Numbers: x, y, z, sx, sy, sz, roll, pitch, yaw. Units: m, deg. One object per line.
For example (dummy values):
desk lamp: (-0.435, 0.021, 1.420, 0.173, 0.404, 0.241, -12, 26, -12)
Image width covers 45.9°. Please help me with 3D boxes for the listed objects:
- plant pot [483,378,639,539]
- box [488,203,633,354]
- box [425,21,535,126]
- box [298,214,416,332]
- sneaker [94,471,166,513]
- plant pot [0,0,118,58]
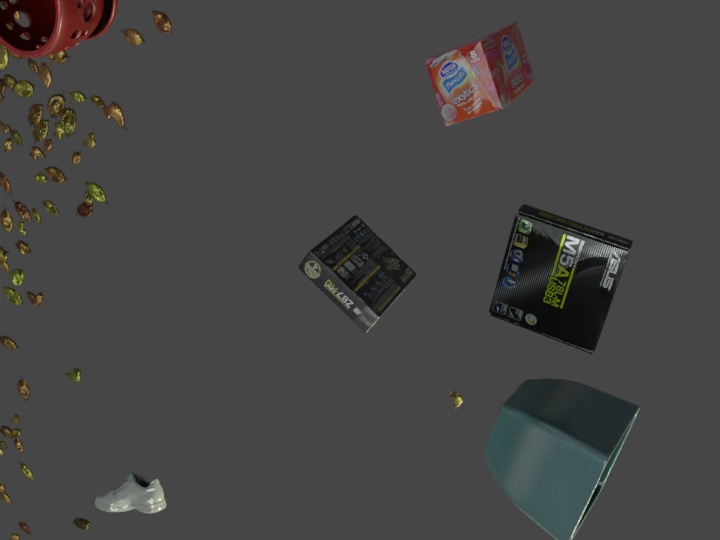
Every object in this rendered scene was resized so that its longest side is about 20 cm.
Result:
plant pot: (0.329, 0.300, 1.457, 0.198, 0.195, 0.199, 28, 121, 23)
box: (0.329, 0.015, 1.414, 0.190, 0.047, 0.203, 22, 119, 19)
box: (0.182, -0.295, 1.264, 0.094, 0.200, 0.101, -13, 105, 30)
box: (0.000, 0.000, 1.476, 0.161, 0.200, 0.049, 42, 121, 2)
sneaker: (-0.557, 0.531, 2.052, 0.196, 0.075, 0.090, -6, 96, 21)
plant pot: (-0.560, -0.502, 1.544, 0.197, 0.182, 0.204, 9, 115, 21)
